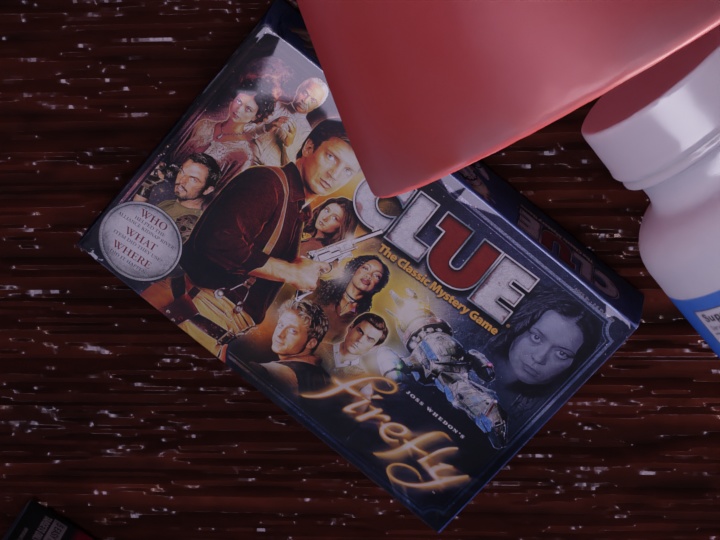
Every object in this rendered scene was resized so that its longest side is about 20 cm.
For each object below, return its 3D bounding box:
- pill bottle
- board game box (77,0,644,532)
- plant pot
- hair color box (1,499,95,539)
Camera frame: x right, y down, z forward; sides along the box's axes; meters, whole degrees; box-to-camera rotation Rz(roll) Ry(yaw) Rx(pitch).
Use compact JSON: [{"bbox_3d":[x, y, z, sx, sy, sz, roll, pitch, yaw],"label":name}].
[{"bbox_3d":[0.180,-0.005,1.052,0.112,0.112,0.200,-35,101,23],"label":"pill bottle"},{"bbox_3d":[0.000,0.000,1.133,0.200,0.035,0.136,38,115,-6],"label":"board game box"},{"bbox_3d":[0.049,-0.151,0.984,0.200,0.200,0.177,-28,95,21],"label":"plant pot"},{"bbox_3d":[-0.091,0.197,1.203,0.200,0.099,0.061,34,115,-5],"label":"hair color box"}]
